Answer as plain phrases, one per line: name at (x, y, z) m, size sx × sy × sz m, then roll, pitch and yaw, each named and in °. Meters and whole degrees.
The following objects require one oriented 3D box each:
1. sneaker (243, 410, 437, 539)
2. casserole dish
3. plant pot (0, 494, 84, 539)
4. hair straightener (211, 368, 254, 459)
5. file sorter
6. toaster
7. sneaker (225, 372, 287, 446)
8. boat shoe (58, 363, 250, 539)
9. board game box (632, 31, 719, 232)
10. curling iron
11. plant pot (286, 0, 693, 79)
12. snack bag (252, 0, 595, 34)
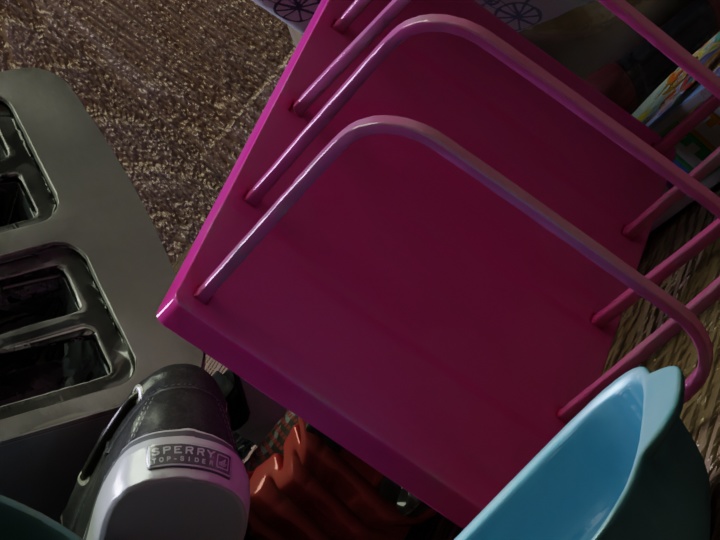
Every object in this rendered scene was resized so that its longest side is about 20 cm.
sneaker at (-0.002, 0.072, 1.000) m, size 0.098 × 0.071 × 0.200 m, roll -46°, pitch -2°, yaw -45°
casserole dish at (0.029, 0.109, 0.707) m, size 0.200 × 0.039 × 0.121 m, roll -49°, pitch 7°, yaw 19°
plant pot at (-0.167, 0.194, 0.912) m, size 0.201 × 0.200 × 0.161 m, roll -54°, pitch -2°, yaw -36°
hair straightener at (-0.074, 0.095, 1.230) m, size 0.077 × 0.041 × 0.200 m, roll -5°, pitch 28°, yaw 44°
file sorter at (0.054, -0.043, 0.846) m, size 0.125 × 0.139 × 0.200 m, roll -45°, pitch 15°, yaw 44°
toaster at (-0.160, 0.034, 1.049) m, size 0.199 × 0.181 × 0.119 m, roll -15°, pitch -34°, yaw -21°
sneaker at (0.000, 0.001, 1.045) m, size 0.200 × 0.115 × 0.081 m, roll -60°, pitch 10°, yaw 18°
boat shoe at (-0.088, 0.109, 0.984) m, size 0.200 × 0.070 × 0.066 m, roll 111°, pitch 161°, yaw -45°
board game box at (0.167, -0.108, 1.034) m, size 0.200 × 0.034 × 0.134 m, roll -54°, pitch 7°, yaw -34°
curling iron at (0.086, -0.064, 0.985) m, size 0.200 × 0.026 × 0.050 m, roll -47°, pitch 30°, yaw 2°
plant pot at (0.066, -0.144, 1.119) m, size 0.200 × 0.200 × 0.174 m, roll -50°, pitch 1°, yaw -5°
snack bag at (0.036, -0.139, 0.932) m, size 0.200 × 0.188 × 0.021 m, roll -22°, pitch 58°, yaw 27°
